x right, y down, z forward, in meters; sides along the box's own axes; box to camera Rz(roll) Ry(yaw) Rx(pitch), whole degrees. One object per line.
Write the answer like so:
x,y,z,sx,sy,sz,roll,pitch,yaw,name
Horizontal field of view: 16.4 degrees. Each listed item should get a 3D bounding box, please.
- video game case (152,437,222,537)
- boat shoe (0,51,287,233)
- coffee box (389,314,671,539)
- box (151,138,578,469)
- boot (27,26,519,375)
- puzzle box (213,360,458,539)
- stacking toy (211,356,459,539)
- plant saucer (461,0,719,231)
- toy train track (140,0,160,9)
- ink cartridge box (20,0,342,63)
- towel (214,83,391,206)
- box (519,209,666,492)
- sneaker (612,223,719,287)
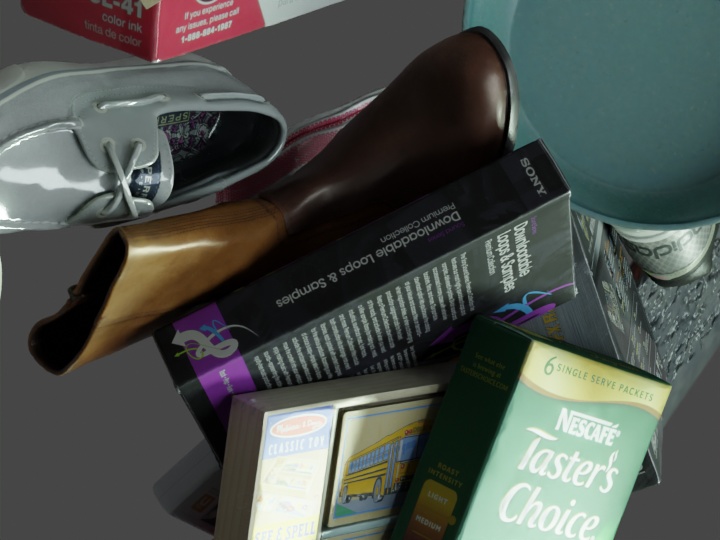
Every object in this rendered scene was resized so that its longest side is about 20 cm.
0.005,0.089,1.337,0.182,0.023,0.200,-42,149,7,video game case
-0.109,-0.050,1.096,0.199,0.068,0.073,-12,120,-54,boat shoe
0.071,0.130,1.219,0.123,0.044,0.201,20,92,-46,coffee box
0.008,0.019,1.174,0.199,0.036,0.143,-25,159,-4,box
-0.039,-0.034,1.129,0.199,0.069,0.188,-11,158,-44,boot
0.012,0.114,1.206,0.199,0.025,0.134,-7,111,-43,puzzle box
0.003,0.119,1.274,0.116,0.110,0.201,29,98,-42,stacking toy
0.150,-0.116,1.279,0.201,0.199,0.036,-62,175,-8,plant saucer
-0.128,-0.190,0.960,0.114,0.033,0.201,-31,117,5,toy train track
-0.063,-0.205,1.053,0.147,0.085,0.201,-25,131,-47,ink cartridge box
0.000,0.000,1.289,0.146,0.030,0.201,-24,132,-20,towel
0.121,0.021,1.369,0.200,0.048,0.159,-64,135,-74,box
0.172,-0.065,1.446,0.201,0.073,0.088,-88,158,-50,sneaker
